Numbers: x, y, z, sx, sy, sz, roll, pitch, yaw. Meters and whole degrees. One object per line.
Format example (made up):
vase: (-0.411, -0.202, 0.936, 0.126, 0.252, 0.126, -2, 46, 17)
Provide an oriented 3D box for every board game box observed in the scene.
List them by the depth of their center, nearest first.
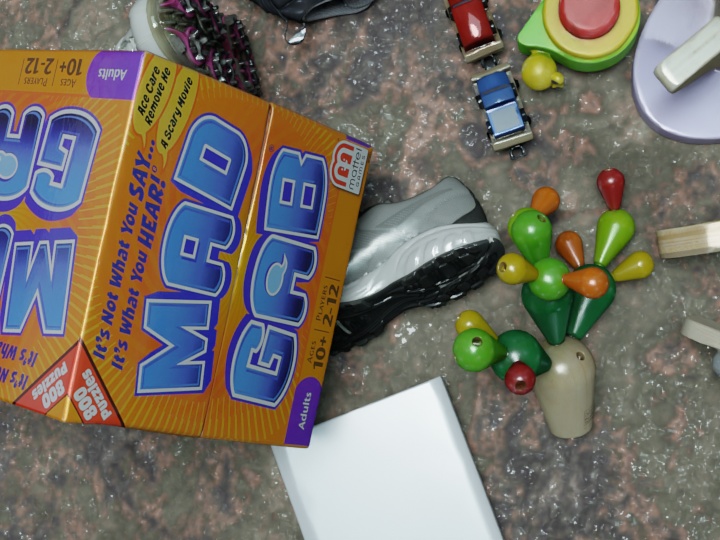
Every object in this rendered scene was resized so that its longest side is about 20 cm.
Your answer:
board game box: (-0.145, -0.013, 0.761, 0.199, 0.199, 0.202, 9, 85, 40)

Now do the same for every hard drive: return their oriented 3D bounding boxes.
hard drive: (0.032, 0.192, 0.841, 0.131, 0.027, 0.201, -22, 83, 6)

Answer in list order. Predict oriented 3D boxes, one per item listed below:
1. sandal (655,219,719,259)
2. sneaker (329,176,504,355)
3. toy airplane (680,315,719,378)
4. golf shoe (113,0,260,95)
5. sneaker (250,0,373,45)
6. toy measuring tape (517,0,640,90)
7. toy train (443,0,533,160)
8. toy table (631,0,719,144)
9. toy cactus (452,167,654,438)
sandal: (0.300, -0.058, 0.799, 0.210, 0.078, 0.070, -10, 90, 12)
sneaker: (0.000, 0.000, 0.849, 0.199, 0.074, 0.080, -24, 58, 9)
toy airplane: (0.312, 0.076, 0.732, 0.197, 0.200, 0.142, -1, 115, 1)
golf shoe: (-0.127, -0.139, 0.806, 0.091, 0.200, 0.073, -14, 89, 5)
sneaker: (-0.011, -0.254, 0.867, 0.200, 0.075, 0.114, -44, 87, 2)
toy measuring tape: (0.181, -0.205, 0.834, 0.073, 0.074, 0.201, 35, 91, 10)
toy train: (0.081, -0.176, 0.856, 0.034, 0.046, 0.201, -19, 83, 6)
toy table: (0.269, -0.176, 0.795, 0.184, 0.117, 0.200, 39, 92, 10)
toy cactus: (0.137, 0.033, 0.795, 0.102, 0.200, 0.166, 3, 121, 32)
